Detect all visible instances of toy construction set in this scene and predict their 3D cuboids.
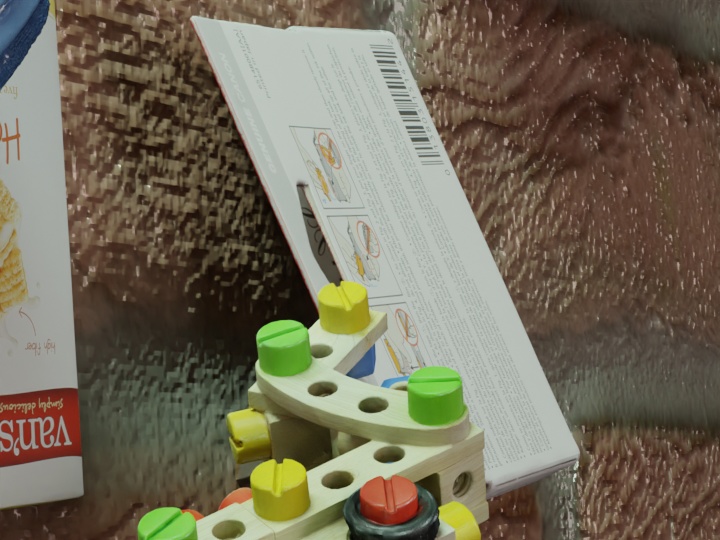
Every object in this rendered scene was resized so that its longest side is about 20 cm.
[{"bbox_3d":[-0.040,0.085,0.743,0.200,0.131,0.092,-36,130,-20],"label":"toy construction set"}]

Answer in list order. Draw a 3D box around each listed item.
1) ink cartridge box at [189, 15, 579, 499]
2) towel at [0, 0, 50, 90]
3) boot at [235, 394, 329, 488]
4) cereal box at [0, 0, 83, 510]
[{"bbox_3d":[0.000,0.000,0.920,0.176,0.045,0.201,-6,70,-63],"label":"ink cartridge box"},{"bbox_3d":[-0.168,-0.115,0.626,0.200,0.048,0.112,51,53,-27],"label":"towel"},{"bbox_3d":[-0.009,0.159,0.912,0.155,0.073,0.201,58,40,-47],"label":"boot"},{"bbox_3d":[-0.145,-0.023,0.721,0.144,0.039,0.201,-1,85,-61],"label":"cereal box"}]
